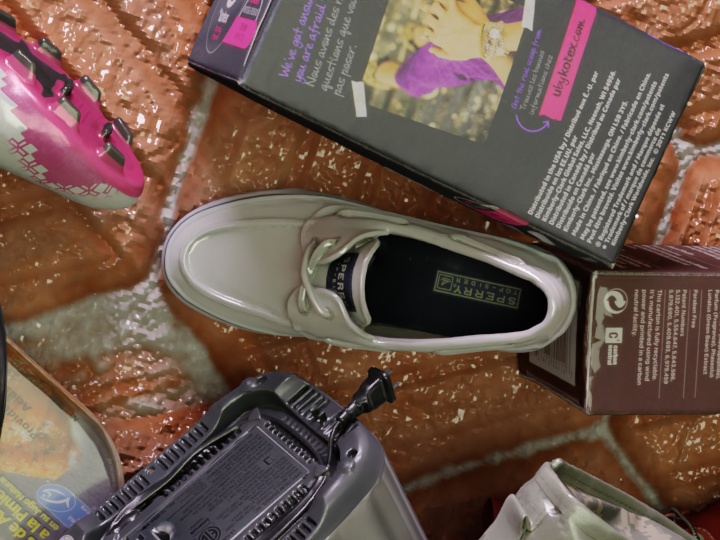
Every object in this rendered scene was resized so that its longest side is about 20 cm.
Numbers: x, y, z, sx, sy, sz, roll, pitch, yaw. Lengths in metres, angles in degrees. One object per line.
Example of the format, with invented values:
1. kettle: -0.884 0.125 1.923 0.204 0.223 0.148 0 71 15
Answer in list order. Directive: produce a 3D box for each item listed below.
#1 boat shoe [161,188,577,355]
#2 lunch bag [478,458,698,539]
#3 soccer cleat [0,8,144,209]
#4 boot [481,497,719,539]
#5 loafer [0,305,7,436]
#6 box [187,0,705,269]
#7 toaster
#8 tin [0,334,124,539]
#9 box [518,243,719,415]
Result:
1. boat shoe: 0.000 0.000 1.035 0.199 0.065 0.074 3 92 10
2. lunch bag: 0.094 0.187 1.024 0.200 0.118 0.164 34 99 -35
3. soccer cleat: -0.190 -0.083 1.009 0.200 0.070 0.086 41 105 -17
4. boot: 0.144 0.135 1.130 0.200 0.072 0.144 -45 106 -2
5. loafer: -0.193 0.009 0.964 0.072 0.072 0.201 -12 113 -9
6. box: 0.037 -0.094 1.035 0.199 0.122 0.107 25 91 -17
7. toaster: -0.044 0.143 1.040 0.200 0.114 0.129 -41 132 -14
8. tin: -0.199 0.074 1.038 0.200 0.042 0.112 45 81 -17
9. box: 0.187 0.028 1.110 0.199 0.100 0.075 -1 99 -15
